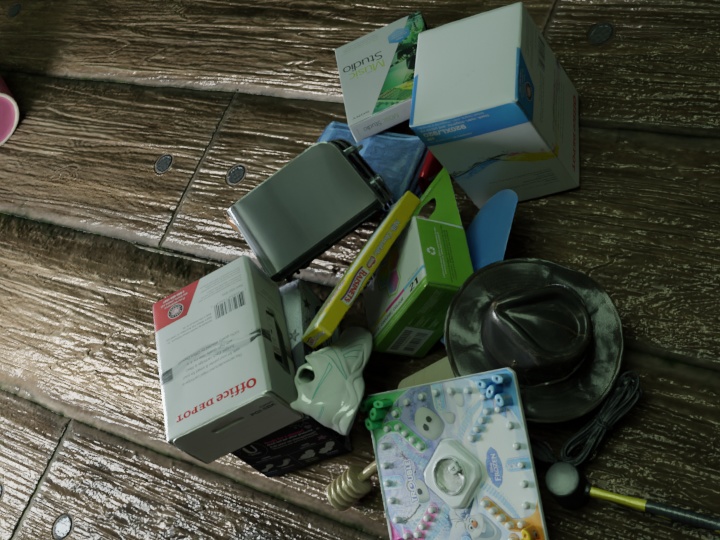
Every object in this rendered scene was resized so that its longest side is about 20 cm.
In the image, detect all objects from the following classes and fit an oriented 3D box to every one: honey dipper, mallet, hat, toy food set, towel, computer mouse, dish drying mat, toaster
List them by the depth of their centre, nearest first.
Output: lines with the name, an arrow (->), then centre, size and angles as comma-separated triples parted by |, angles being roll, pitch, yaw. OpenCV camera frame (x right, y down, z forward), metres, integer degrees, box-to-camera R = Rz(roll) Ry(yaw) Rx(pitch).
mallet -> 0.282, 0.236, 1.135 | 0.198, 0.066, 0.042 | 7, 69, 35
hat -> 0.186, 0.065, 1.191 | 0.197, 0.081, 0.204 | -2, 72, 6
computer mouse -> 0.213, 0.135, 1.259 | 0.199, 0.046, 0.141 | 36, 90, 38
toy food set -> 0.119, 0.186, 1.267 | 0.143, 0.060, 0.202 | -31, 53, 36
honey dipper -> 0.034, 0.214, 1.281 | 0.200, 0.038, 0.038 | -43, 44, 32
toaster -> -0.064, -0.077, 1.415 | 0.199, 0.181, 0.119 | -36, 92, 10
dish drying mat -> 0.126, -0.194, 1.491 | 0.018, 0.077, 0.202 | 19, 73, 22
towel -> 0.010, -0.145, 1.553 | 0.198, 0.049, 0.113 | 17, 73, 38

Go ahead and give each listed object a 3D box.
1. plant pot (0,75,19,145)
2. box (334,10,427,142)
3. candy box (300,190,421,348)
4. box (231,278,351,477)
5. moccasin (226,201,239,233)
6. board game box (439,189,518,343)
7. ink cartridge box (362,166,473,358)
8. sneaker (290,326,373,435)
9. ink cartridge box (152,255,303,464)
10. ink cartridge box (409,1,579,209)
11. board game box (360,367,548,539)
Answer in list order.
plant pot -> -0.732, -0.318, 2.056 | 0.179, 0.200, 0.201 | 39, 86, 26
box -> 0.041, -0.280, 1.591 | 0.143, 0.036, 0.202 | -23, 43, 11
candy box -> 0.000, 0.000, 1.336 | 0.201, 0.026, 0.102 | -56, 7, -18
box -> -0.097, 0.135, 1.407 | 0.131, 0.115, 0.202 | -21, 54, 21
moccasin -> -0.106, -0.085, 1.563 | 0.199, 0.078, 0.074 | 6, 47, 35
board game box -> 0.155, 0.003, 1.349 | 0.158, 0.039, 0.202 | -40, 30, 63
ink cartridge box -> 0.063, -0.017, 1.380 | 0.148, 0.075, 0.202 | -53, 37, 44
sneaker -> -0.032, 0.114, 1.313 | 0.201, 0.079, 0.071 | -76, 5, -67
ink cartridge box -> -0.161, 0.107, 1.334 | 0.145, 0.083, 0.202 | -26, 51, 15
ink cartridge box -> 0.172, -0.197, 1.379 | 0.143, 0.200, 0.149 | -11, 57, 29
board game box -> 0.095, 0.221, 1.201 | 0.198, 0.026, 0.203 | -15, 82, 36
